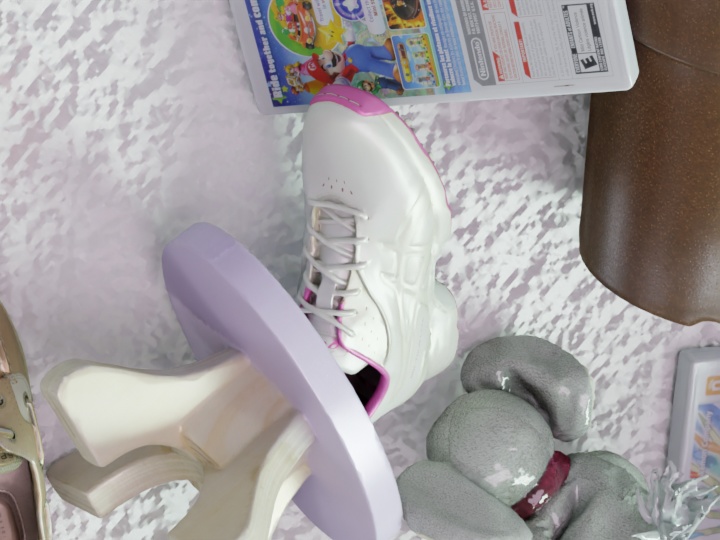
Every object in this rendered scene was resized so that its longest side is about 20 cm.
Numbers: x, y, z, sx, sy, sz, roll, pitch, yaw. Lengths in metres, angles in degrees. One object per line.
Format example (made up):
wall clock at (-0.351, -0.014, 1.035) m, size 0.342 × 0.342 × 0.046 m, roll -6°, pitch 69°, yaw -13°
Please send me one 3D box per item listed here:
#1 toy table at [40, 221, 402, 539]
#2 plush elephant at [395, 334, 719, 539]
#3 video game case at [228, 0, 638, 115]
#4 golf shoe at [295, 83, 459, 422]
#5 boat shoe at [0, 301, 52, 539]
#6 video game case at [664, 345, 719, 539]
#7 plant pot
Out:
toy table at (-0.074, 0.091, 1.441) m, size 0.117 × 0.184 × 0.200 m, roll -40°, pitch 107°, yaw -21°
plush elephant at (0.086, 0.132, 1.533) m, size 0.165 × 0.155 × 0.200 m, roll -44°, pitch 169°, yaw -43°
video game case at (0.026, -0.148, 1.390) m, size 0.199 × 0.018 × 0.144 m, roll -3°, pitch 119°, yaw 22°
golf shoe at (0.000, 0.000, 1.444) m, size 0.092 × 0.075 × 0.200 m, roll -50°, pitch 142°, yaw -36°
boat shoe at (-0.193, 0.084, 1.440) m, size 0.072 × 0.065 × 0.201 m, roll -17°, pitch 114°, yaw -14°
video game case at (0.260, 0.134, 1.664) m, size 0.182 × 0.022 × 0.201 m, roll -4°, pitch 113°, yaw -20°
plant pot at (0.198, -0.087, 1.463) m, size 0.200 × 0.200 × 0.199 m, roll -3°, pitch 120°, yaw -20°
